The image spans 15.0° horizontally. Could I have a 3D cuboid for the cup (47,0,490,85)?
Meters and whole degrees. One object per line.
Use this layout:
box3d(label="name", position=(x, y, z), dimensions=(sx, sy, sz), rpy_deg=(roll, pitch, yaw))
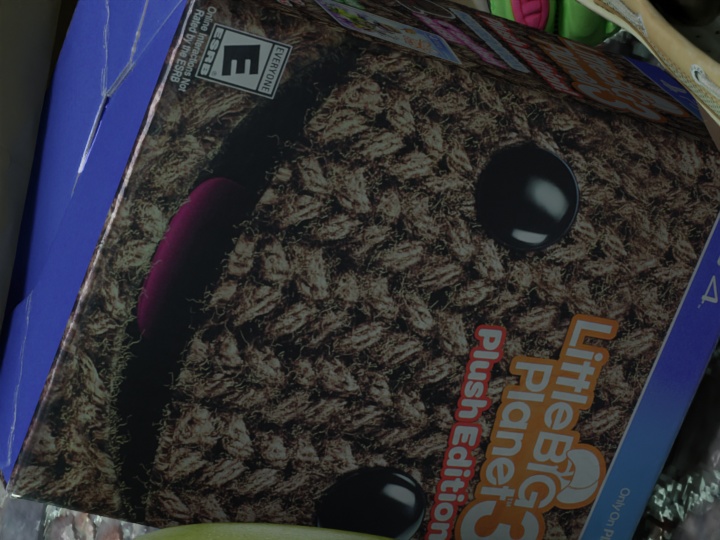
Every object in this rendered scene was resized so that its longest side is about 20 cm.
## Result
box3d(label="cup", position=(-0.052, -0.053, 0.969), dimensions=(0.143, 0.200, 0.201), rpy_deg=(-121, 46, -81))

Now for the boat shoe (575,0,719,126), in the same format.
box3d(label="boat shoe", position=(0.086, -0.094, 0.731), dimensions=(0.072, 0.076, 0.200), rpy_deg=(-47, 53, 8))

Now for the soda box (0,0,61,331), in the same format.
box3d(label="soda box", position=(-0.140, -0.035, 0.823), dimensions=(0.068, 0.064, 0.201), rpy_deg=(-8, 70, 53))

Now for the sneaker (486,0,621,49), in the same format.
box3d(label="sneaker", position=(0.068, -0.162, 0.918), dimensions=(0.084, 0.076, 0.201), rpy_deg=(141, 135, -66))

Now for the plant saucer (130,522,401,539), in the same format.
box3d(label="plant saucer", position=(0.004, 0.111, 0.812), dimensions=(0.200, 0.200, 0.031), rpy_deg=(-18, 56, 52))

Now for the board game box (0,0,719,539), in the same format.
box3d(label="board game box", position=(0.000, 0.000, 0.831), dimensions=(0.160, 0.199, 0.097), rpy_deg=(-69, 25, 15))

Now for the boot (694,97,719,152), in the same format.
box3d(label="boot", position=(0.145, -0.035, 0.760), dimensions=(0.075, 0.073, 0.201), rpy_deg=(-35, 63, 43))
